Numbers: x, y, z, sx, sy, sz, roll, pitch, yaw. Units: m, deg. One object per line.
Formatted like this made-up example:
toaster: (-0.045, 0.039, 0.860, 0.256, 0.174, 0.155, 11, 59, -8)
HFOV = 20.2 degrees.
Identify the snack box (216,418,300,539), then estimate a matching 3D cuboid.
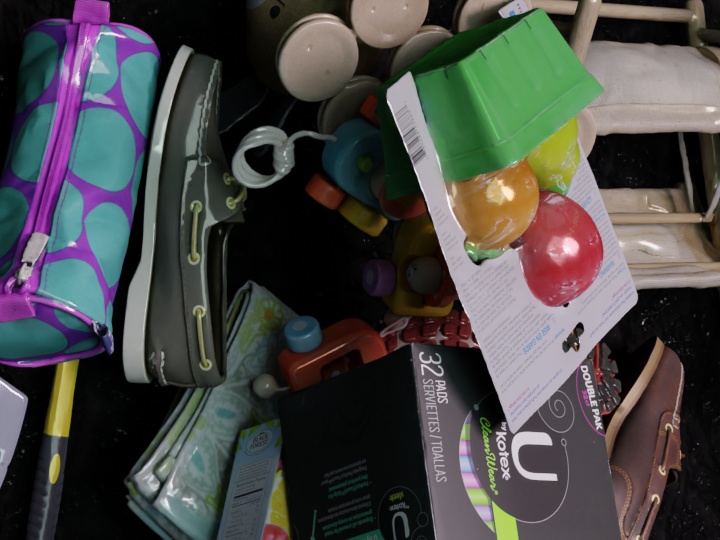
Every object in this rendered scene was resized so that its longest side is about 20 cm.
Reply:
snack box: (0.006, 0.190, 1.203, 0.200, 0.053, 0.142, 31, 57, -30)

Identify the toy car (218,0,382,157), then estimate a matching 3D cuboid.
toy car: (-0.038, -0.166, 1.223, 0.158, 0.164, 0.200, 30, 88, -28)

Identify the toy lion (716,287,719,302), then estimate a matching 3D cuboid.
toy lion: (0.313, 0.036, 1.434, 0.069, 0.192, 0.200, -19, 141, -29)

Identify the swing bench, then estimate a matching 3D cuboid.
swing bench: (0.186, -0.087, 1.368, 0.199, 0.130, 0.200, -1, 99, -32)

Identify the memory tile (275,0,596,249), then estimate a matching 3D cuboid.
memory tile: (0.049, -0.104, 1.197, 0.153, 0.017, 0.200, -38, 126, -4)

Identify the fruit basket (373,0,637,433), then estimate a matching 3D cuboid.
fruit basket: (0.084, -0.036, 1.133, 0.185, 0.094, 0.200, -40, 118, -52)

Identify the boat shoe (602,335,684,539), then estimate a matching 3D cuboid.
boat shoe: (0.183, 0.125, 1.366, 0.070, 0.070, 0.200, 38, 45, -3)

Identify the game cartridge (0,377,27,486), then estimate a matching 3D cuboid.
game cartridge: (-0.281, 0.128, 1.140, 0.133, 0.041, 0.200, 39, 72, -22)

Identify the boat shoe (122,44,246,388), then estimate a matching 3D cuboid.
boat shoe: (-0.097, -0.030, 1.195, 0.060, 0.072, 0.202, 8, 91, 6)

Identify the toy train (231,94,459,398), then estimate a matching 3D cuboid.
toy train: (0.000, 0.000, 1.184, 0.150, 0.056, 0.200, -22, 124, -16)

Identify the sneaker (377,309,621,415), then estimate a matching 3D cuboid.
sneaker: (0.076, 0.080, 1.321, 0.200, 0.082, 0.078, 11, 61, -36)

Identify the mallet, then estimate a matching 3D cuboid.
mallet: (-0.189, 0.088, 1.197, 0.066, 0.041, 0.200, 17, 86, -30)

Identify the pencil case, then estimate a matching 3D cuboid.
pencil case: (-0.167, -0.047, 1.148, 0.085, 0.092, 0.200, 5, 64, 3)

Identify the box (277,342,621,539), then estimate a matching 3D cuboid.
box: (0.055, 0.156, 1.138, 0.148, 0.124, 0.200, 6, 68, -40)

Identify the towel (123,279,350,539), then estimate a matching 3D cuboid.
towel: (-0.038, 0.127, 1.254, 0.200, 0.048, 0.171, 43, 54, -23)
